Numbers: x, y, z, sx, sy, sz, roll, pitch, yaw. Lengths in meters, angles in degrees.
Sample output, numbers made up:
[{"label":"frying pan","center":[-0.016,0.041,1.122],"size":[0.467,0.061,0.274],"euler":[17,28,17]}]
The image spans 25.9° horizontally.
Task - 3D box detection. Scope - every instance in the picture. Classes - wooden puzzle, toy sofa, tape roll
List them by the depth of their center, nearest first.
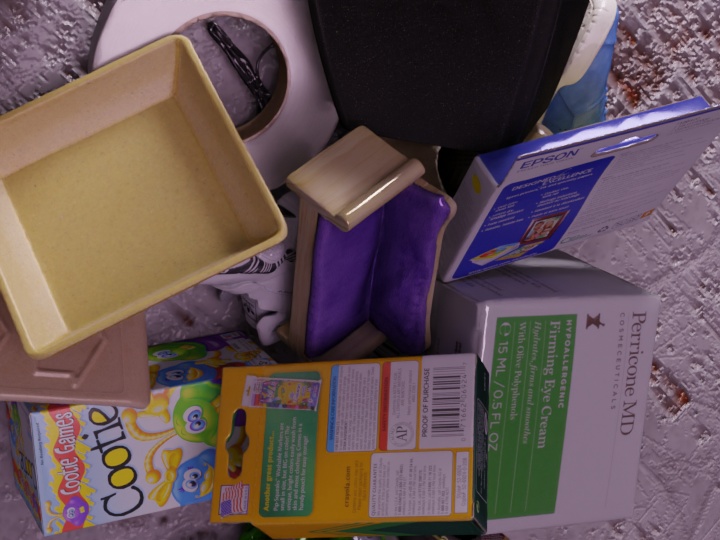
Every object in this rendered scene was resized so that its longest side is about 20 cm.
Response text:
[{"label":"wooden puzzle","center":[-0.257,0.016,1.167],"size":[0.200,0.046,0.186],"euler":[8,60,-28]},{"label":"toy sofa","center":[0.000,0.000,1.175],"size":[0.083,0.098,0.200],"euler":[-36,153,-30]},{"label":"tape roll","center":[-0.110,-0.152,1.212],"size":[0.202,0.037,0.203],"euler":[-6,113,-14]}]

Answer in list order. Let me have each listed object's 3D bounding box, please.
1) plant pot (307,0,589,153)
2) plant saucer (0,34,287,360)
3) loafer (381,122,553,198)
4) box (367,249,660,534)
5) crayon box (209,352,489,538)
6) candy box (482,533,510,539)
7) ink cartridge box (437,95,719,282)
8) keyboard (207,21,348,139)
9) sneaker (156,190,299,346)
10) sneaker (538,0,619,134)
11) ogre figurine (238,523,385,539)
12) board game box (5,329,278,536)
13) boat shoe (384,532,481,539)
[{"label":"plant pot","center":[0.071,-0.197,1.179],"size":[0.199,0.200,0.178],"euler":[11,116,15]},{"label":"plant saucer","center":[-0.175,-0.049,1.134],"size":[0.200,0.200,0.048],"euler":[-26,154,-5]},{"label":"loafer","center":[0.058,-0.085,1.262],"size":[0.200,0.067,0.076],"euler":[-8,99,16]},{"label":"box","center":[0.118,0.092,1.311],"size":[0.171,0.200,0.199],"euler":[-2,105,-25]},{"label":"crayon box","center":[-0.006,0.132,1.165],"size":[0.052,0.200,0.126],"euler":[54,36,-62]},{"label":"candy box","center":[0.055,0.246,1.328],"size":[0.055,0.200,0.116],"euler":[0,105,-25]},{"label":"ink cartridge box","center":[0.165,-0.073,1.176],"size":[0.197,0.200,0.047],"euler":[-15,67,-20]},{"label":"keyboard","center":[-0.058,-0.191,1.251],"size":[0.127,0.021,0.200],"euler":[-38,116,-11]},{"label":"sneaker","center":[-0.091,0.006,1.229],"size":[0.200,0.075,0.115],"euler":[-15,138,-45]},{"label":"sneaker","center":[0.189,-0.128,1.309],"size":[0.111,0.077,0.200],"euler":[18,105,-23]},{"label":"ogre figurine","center":[-0.037,0.222,1.269],"size":[0.098,0.200,0.120],"euler":[35,97,-4]},{"label":"board game box","center":[-0.170,0.125,1.246],"size":[0.200,0.105,0.103],"euler":[-10,108,-22]},{"label":"boat shoe","center":[0.033,0.150,1.217],"size":[0.072,0.201,0.061],"euler":[0,138,-40]}]
